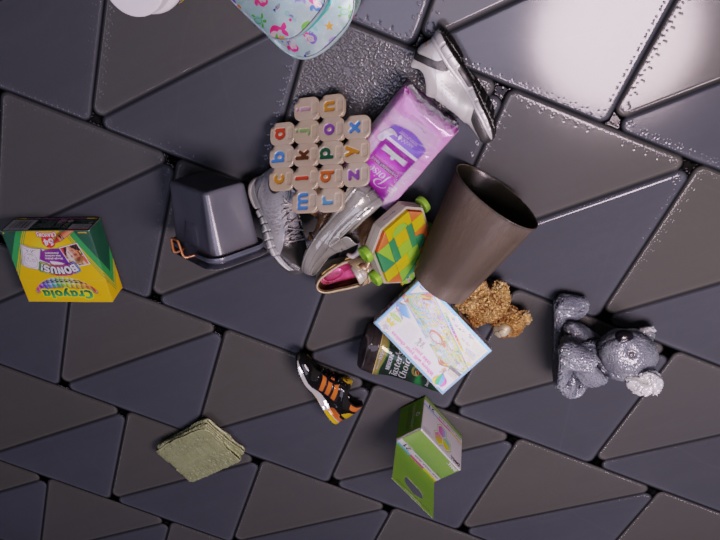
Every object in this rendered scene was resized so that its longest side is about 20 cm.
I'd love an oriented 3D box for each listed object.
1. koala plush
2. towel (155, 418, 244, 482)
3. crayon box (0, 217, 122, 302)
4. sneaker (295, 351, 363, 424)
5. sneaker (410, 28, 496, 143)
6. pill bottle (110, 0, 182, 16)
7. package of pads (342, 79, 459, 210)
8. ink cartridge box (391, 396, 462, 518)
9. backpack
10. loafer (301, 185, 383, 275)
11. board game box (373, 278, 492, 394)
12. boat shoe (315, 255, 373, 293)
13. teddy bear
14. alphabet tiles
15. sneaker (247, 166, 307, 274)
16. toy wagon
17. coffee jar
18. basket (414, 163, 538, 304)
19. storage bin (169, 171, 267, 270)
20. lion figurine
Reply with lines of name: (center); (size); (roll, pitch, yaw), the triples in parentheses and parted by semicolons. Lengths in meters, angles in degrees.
koala plush: (0.468, 0.159, 1.369); (0.196, 0.179, 0.186); (-1, 133, 10)
towel: (-0.392, 0.441, 1.766); (0.198, 0.037, 0.149); (-31, 113, 25)
crayon box: (-0.619, -0.020, 1.502); (0.196, 0.059, 0.175); (0, 122, 10)
sneaker: (-0.067, 0.241, 1.573); (0.089, 0.070, 0.202); (-27, 115, 7)
sneaker: (0.157, -0.294, 1.192); (0.079, 0.074, 0.201); (-27, 105, 27)
pill bottle: (-0.304, -0.456, 1.088); (0.112, 0.201, 0.116); (5, 123, 7)
package of pads: (0.065, -0.216, 1.250); (0.120, 0.076, 0.200); (37, 121, -11)
ink cartridge box: (0.146, 0.399, 1.546); (0.075, 0.201, 0.148); (-32, 113, 26)
backpack: (-0.099, -0.433, 1.106); (0.177, 0.152, 0.200); (-36, 115, 26)
loafer: (-0.035, -0.063, 1.265); (0.070, 0.070, 0.201); (39, 115, 7)
board game box: (0.140, 0.124, 1.402); (0.134, 0.034, 0.200); (-42, 97, 13)
boat shoe: (0.000, 0.000, 1.399); (0.197, 0.070, 0.074); (-21, 116, 21)
teddy bear: (0.238, 0.068, 1.402); (0.144, 0.067, 0.201); (-26, 113, 26)
alphabet tiles: (-0.070, -0.200, 1.242); (0.192, 0.015, 0.204); (-1, 85, 23)
sneaker: (-0.128, -0.099, 1.306); (0.115, 0.075, 0.202); (-33, 83, 41)
toy wagon: (0.078, -0.037, 1.324); (0.155, 0.039, 0.201); (-41, 140, -15)
coffee jar: (0.094, 0.177, 1.484); (0.197, 0.086, 0.106); (15, 123, 1)
basket: (0.188, -0.053, 1.274); (0.181, 0.135, 0.201); (49, 124, 28)
storage bin: (-0.280, -0.097, 1.316); (0.199, 0.144, 0.137); (20, 124, 50)
lion figurine: (-0.026, -0.092, 1.333); (0.198, 0.073, 0.124); (28, 100, -4)
